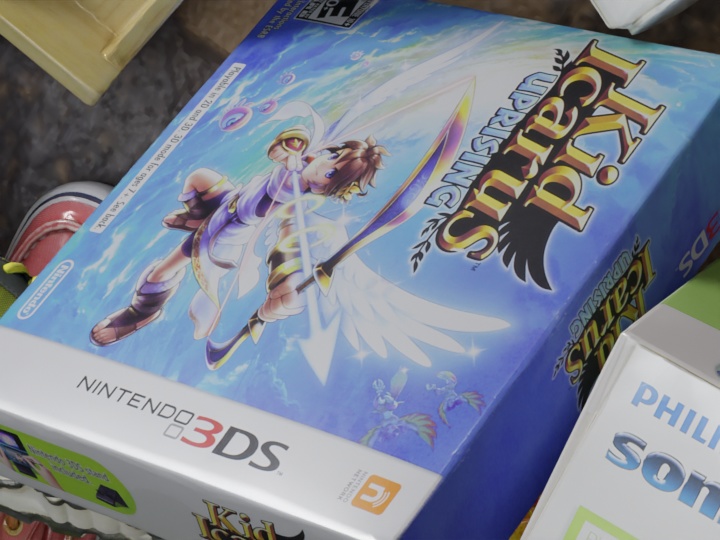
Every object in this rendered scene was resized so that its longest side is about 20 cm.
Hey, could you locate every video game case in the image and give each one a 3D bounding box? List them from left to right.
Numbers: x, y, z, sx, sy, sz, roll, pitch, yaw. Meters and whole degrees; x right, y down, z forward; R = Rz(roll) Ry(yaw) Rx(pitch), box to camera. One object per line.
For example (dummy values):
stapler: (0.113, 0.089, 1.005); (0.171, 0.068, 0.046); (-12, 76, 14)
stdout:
video game case: (0.000, 0.000, 0.815); (0.181, 0.200, 0.046); (16, 146, 37)

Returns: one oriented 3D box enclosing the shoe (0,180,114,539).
shoe: (-0.125, 0.070, 0.947); (0.071, 0.091, 0.201); (19, 105, 16)

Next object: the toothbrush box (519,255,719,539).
toothbrush box: (0.147, 0.067, 0.788); (0.145, 0.200, 0.086); (29, 107, 12)

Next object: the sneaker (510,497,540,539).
sneaker: (0.064, 0.089, 0.889); (0.200, 0.077, 0.073); (45, 111, 9)

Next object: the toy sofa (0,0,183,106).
toy sofa: (-0.056, -0.149, 0.856); (0.083, 0.098, 0.200); (39, 142, -9)

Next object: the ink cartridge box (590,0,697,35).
ink cartridge box: (0.091, -0.195, 0.826); (0.146, 0.083, 0.201); (-34, 86, 22)

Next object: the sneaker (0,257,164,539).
sneaker: (-0.111, 0.036, 0.886); (0.199, 0.074, 0.085); (13, 72, -8)
